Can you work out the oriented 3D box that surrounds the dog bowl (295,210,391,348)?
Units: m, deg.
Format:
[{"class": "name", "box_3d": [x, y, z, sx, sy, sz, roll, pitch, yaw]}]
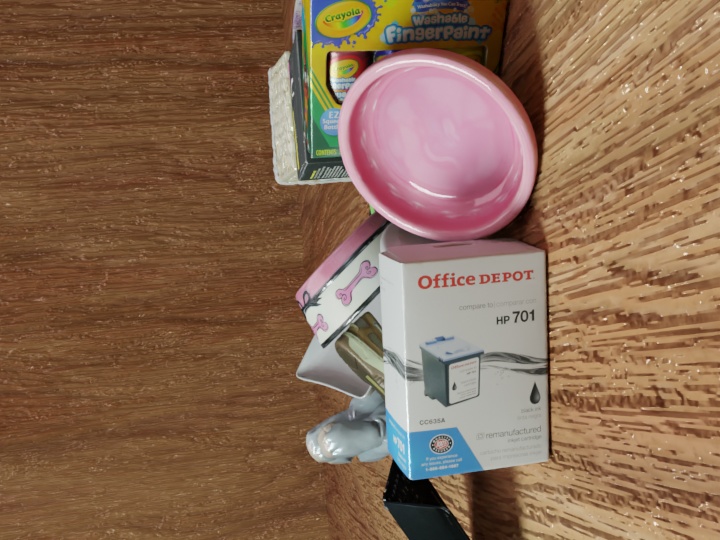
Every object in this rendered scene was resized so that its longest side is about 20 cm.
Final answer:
[{"class": "dog bowl", "box_3d": [0.000, 0.000, 1.035, 0.074, 0.200, 0.200, 44, 166, 2]}]

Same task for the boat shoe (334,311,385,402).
[{"class": "boat shoe", "box_3d": [0.061, 0.133, 1.018, 0.200, 0.076, 0.072, 47, 160, -4]}]

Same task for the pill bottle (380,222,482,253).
[{"class": "pill bottle", "box_3d": [0.086, 0.043, 0.920, 0.113, 0.109, 0.203, -108, 6, -55]}]

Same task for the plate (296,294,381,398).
[{"class": "plate", "box_3d": [0.007, 0.076, 1.150, 0.199, 0.032, 0.202, 4, 63, 59]}]

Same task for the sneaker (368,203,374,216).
[{"class": "sneaker", "box_3d": [0.036, -0.115, 1.296, 0.084, 0.075, 0.205, -133, 40, -69]}]

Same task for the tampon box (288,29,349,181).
[{"class": "tampon box", "box_3d": [0.019, -0.195, 0.989, 0.126, 0.195, 0.154, 164, 102, -80]}]

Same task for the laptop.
[{"class": "laptop", "box_3d": [0.113, 0.298, 0.959, 0.179, 0.102, 0.200, 56, -159, -11]}]

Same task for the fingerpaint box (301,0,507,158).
[{"class": "fingerpaint box", "box_3d": [0.040, -0.210, 0.850, 0.074, 0.195, 0.170, -108, 17, -54]}]

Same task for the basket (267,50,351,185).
[{"class": "basket", "box_3d": [-0.045, -0.249, 1.368, 0.161, 0.193, 0.205, -168, 74, -78]}]

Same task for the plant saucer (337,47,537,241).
[{"class": "plant saucer", "box_3d": [0.075, -0.123, 0.798, 0.203, 0.196, 0.051, 95, -161, -44]}]

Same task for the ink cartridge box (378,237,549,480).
[{"class": "ink cartridge box", "box_3d": [0.098, 0.080, 0.794, 0.086, 0.143, 0.205, -141, 47, -75]}]

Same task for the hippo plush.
[{"class": "hippo plush", "box_3d": [0.003, 0.182, 1.189, 0.199, 0.157, 0.165, -29, 61, 50]}]

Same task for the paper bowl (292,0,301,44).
[{"class": "paper bowl", "box_3d": [-0.013, -0.366, 1.077, 0.200, 0.102, 0.206, -170, 90, -72]}]
